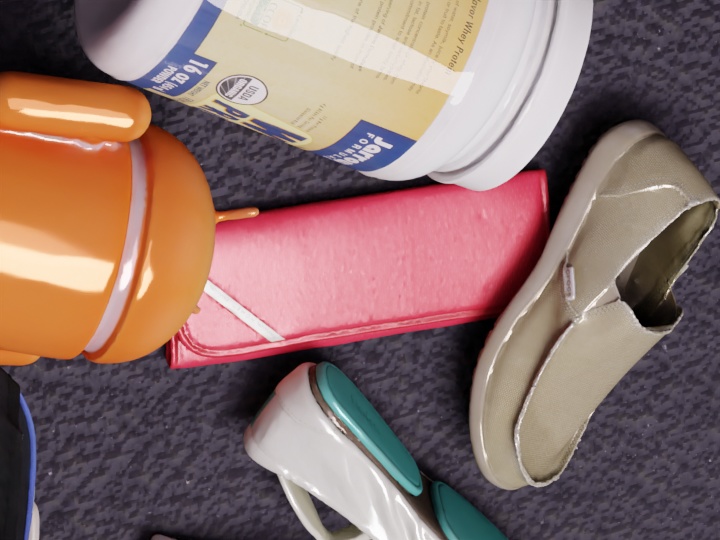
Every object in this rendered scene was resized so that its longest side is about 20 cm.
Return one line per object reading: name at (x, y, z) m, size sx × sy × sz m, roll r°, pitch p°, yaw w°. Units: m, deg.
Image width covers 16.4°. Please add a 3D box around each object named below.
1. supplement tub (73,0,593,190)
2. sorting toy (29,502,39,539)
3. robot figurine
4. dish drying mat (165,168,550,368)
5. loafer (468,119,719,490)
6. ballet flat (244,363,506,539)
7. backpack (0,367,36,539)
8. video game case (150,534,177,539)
supplement tub at (-0.011, -0.124, 1.116) m, size 0.200 × 0.144 × 0.144 m, roll 20°, pitch 102°, yaw -24°
sorting toy at (-0.243, 0.163, 1.174) m, size 0.200 × 0.107 × 0.180 m, roll 29°, pitch 85°, yaw -15°
robot figurine at (-0.153, -0.020, 1.123) m, size 0.200 × 0.117 × 0.144 m, roll 10°, pitch 94°, yaw -21°
dish drying mat at (0.000, 0.000, 1.237) m, size 0.200 × 0.018 × 0.077 m, roll -9°, pitch 111°, yaw -16°
loafer at (0.117, 0.025, 1.247) m, size 0.076 × 0.068 × 0.200 m, roll 7°, pitch 109°, yaw -52°
ballet flat at (0.017, 0.128, 1.263) m, size 0.069 × 0.069 × 0.200 m, roll -44°, pitch 112°, yaw 0°
backpack at (-0.239, 0.116, 1.051) m, size 0.183 × 0.147 × 0.200 m, roll 31°, pitch 54°, yaw -37°
video game case at (-0.062, 0.246, 1.272) m, size 0.143 × 0.017 × 0.200 m, roll 16°, pitch 105°, yaw 4°
